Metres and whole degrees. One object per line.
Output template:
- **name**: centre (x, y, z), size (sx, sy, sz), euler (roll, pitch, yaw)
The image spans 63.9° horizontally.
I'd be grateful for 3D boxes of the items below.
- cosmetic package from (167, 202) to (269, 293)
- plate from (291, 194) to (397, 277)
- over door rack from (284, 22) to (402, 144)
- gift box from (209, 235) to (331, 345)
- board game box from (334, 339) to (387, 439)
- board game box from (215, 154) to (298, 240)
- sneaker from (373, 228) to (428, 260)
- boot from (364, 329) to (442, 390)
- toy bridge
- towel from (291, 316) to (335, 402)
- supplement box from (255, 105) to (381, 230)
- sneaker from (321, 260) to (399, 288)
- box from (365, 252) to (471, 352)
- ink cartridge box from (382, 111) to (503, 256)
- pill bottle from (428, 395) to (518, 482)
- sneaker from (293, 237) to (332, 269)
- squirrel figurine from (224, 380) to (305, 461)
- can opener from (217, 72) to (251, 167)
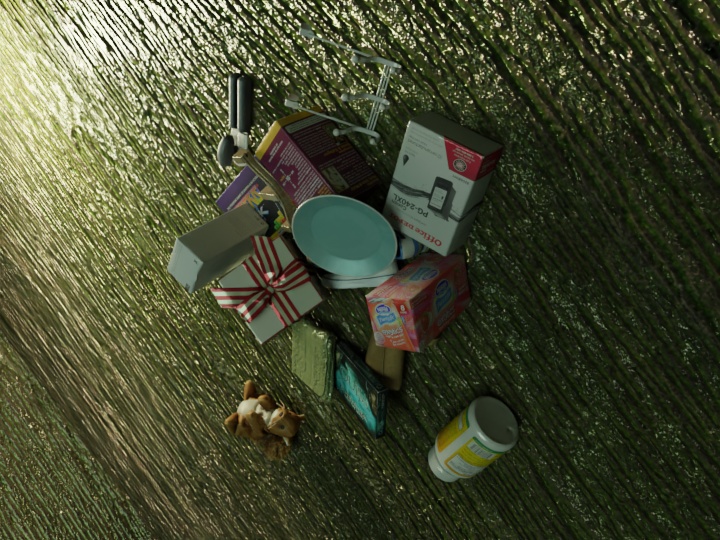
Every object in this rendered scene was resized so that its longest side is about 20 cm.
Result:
- **cosmetic package**: centre (-0.300, -0.049, 1.226), size (0.081, 0.200, 0.113), euler (44, 133, 10)
- **plate**: centre (-0.028, -0.065, 1.053), size (0.199, 0.026, 0.201), euler (10, 138, 9)
- **over door rack**: centre (-0.041, -0.324, 1.022), size (0.199, 0.067, 0.148), euler (25, 127, 8)
- **gift box**: centre (-0.191, 0.033, 1.226), size (0.184, 0.187, 0.200), euler (-40, 89, 2)
- **board game box**: centre (-0.004, 0.264, 1.304), size (0.200, 0.028, 0.136), euler (41, 138, 49)
- **board game box**: centre (-0.218, -0.143, 1.287), size (0.166, 0.057, 0.200), euler (54, 133, -1)
- **sneaker**: centre (0.033, -0.064, 1.120), size (0.199, 0.082, 0.074), euler (9, 120, 37)
- **boot**: centre (0.087, 0.172, 1.221), size (0.175, 0.066, 0.201), euler (32, 129, 36)
- **toy bridge**: centre (-0.172, -0.152, 1.141), size (0.067, 0.027, 0.200), euler (13, 144, 49)
- **towel**: centre (-0.114, 0.207, 1.394), size (0.148, 0.036, 0.201), euler (30, 130, 39)
- **supplement box**: centre (-0.079, -0.196, 1.103), size (0.200, 0.131, 0.103), euler (51, 134, 4)
- **sneaker**: centre (0.000, 0.000, 1.199), size (0.199, 0.073, 0.071), euler (-5, 89, 37)
- **box**: centre (0.110, 0.051, 1.040), size (0.094, 0.200, 0.103), euler (3, 114, 38)
- **ink cartridge box**: centre (0.134, -0.146, 0.995), size (0.145, 0.083, 0.201), euler (31, 129, 20)
- **pill bottle**: centre (0.221, 0.351, 1.177), size (0.113, 0.113, 0.200), euler (42, 132, 11)
- **sneaker**: centre (-0.095, -0.051, 1.206), size (0.200, 0.079, 0.074), euler (24, 132, 55)
- **squirrel figurine**: centre (-0.239, 0.422, 1.579), size (0.185, 0.142, 0.201), euler (4, 130, 25)
- **can opener**: centre (-0.264, -0.313, 1.229), size (0.052, 0.066, 0.201), euler (26, 122, 25)
